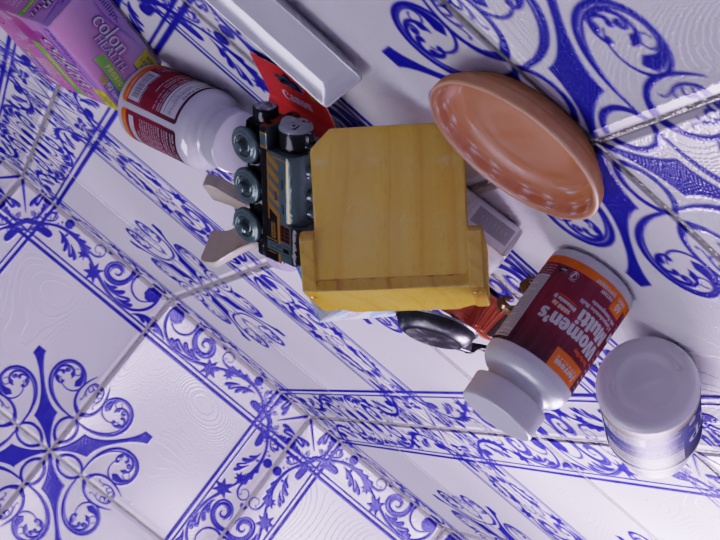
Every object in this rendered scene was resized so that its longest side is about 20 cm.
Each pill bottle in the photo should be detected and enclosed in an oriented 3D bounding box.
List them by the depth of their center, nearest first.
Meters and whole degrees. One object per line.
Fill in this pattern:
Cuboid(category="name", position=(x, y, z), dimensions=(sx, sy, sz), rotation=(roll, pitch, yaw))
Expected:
Cuboid(category="pill bottle", position=(0.207, 0.084, 1.532), dimensions=(0.109, 0.201, 0.110), rotation=(34, 166, 10))
Cuboid(category="pill bottle", position=(0.346, 0.172, 1.633), dimensions=(0.119, 0.120, 0.200), rotation=(30, 164, 26))
Cuboid(category="pill bottle", position=(-0.234, -0.205, 1.892), dimensions=(0.199, 0.113, 0.113), rotation=(27, 162, 38))

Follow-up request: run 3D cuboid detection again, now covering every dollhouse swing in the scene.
Cuboid(category="dollhouse swing", position=(0.040, -0.055, 1.545), dimensions=(0.198, 0.178, 0.182), rotation=(-3, 169, 8))

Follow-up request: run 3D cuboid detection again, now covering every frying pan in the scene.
Cuboid(category="frying pan", position=(0.117, 0.092, 1.847), dimensions=(0.114, 0.031, 0.190), rotation=(6, 160, 34))

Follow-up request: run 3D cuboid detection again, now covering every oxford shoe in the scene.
Cuboid(category="oxford shoe", position=(0.116, 0.025, 1.841), dimensions=(0.200, 0.071, 0.073), rotation=(45, 168, -28))

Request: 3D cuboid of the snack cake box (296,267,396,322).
Cuboid(category="snack cake box", position=(0.000, 0.000, 1.777), dimensions=(0.200, 0.067, 0.116), rotation=(-1, -114, -60))

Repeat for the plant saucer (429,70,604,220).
Cuboid(category="plant saucer", position=(0.156, -0.127, 1.339), dimensions=(0.200, 0.038, 0.200), rotation=(36, 166, 10))

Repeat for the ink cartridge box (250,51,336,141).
Cuboid(category="ink cartridge box", position=(-0.072, -0.157, 1.680), dimensions=(0.161, 0.050, 0.201), rotation=(33, 159, 47))

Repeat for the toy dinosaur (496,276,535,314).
Cuboid(category="toy dinosaur", position=(0.212, 0.057, 1.723), dimensions=(0.106, 0.061, 0.199), rotation=(46, 164, -34))

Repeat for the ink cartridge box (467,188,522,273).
Cuboid(category="ink cartridge box", position=(0.089, -0.069, 1.664), dimensions=(0.199, 0.045, 0.176), rotation=(38, 165, 4))

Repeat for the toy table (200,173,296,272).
Cuboid(category="toy table", position=(-0.147, -0.082, 1.984), dimensions=(0.116, 0.185, 0.201), rotation=(14, 149, 19))

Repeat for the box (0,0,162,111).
Cuboid(category="box", position=(-0.411, -0.337, 1.949), dimensions=(0.199, 0.097, 0.176), rotation=(24, 160, 42))

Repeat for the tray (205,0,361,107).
Cuboid(category="tray", position=(-0.087, -0.266, 1.508), dimensions=(0.200, 0.022, 0.107), rotation=(41, 157, -11))

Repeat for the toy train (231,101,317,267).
Cuboid(category="toy train", position=(-0.092, -0.100, 1.643), dimensions=(0.113, 0.085, 0.202), rotation=(24, 126, 36))
